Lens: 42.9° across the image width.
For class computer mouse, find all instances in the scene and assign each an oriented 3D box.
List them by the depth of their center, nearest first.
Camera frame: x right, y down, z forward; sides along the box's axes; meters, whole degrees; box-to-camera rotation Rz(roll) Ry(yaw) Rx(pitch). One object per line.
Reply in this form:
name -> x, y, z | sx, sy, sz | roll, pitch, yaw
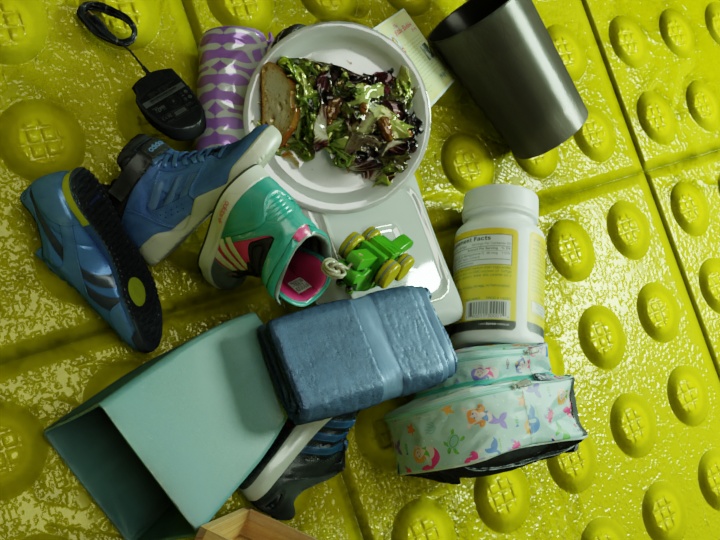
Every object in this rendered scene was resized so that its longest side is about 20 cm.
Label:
computer mouse -> -0.233, -0.209, 0.968 | 0.059, 0.034, 0.200 | -34, 76, -23

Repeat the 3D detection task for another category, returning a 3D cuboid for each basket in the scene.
basket -> 0.202, -0.258, 1.202 | 0.136, 0.180, 0.200 | -37, 108, 0

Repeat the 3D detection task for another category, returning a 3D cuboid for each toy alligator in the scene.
toy alligator -> 0.000, 0.000, 0.918 | 0.059, 0.054, 0.200 | 38, 24, 14

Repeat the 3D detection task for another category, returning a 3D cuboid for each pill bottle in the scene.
pill bottle -> 0.171, 0.003, 1.131 | 0.114, 0.114, 0.201 | 15, 70, -28

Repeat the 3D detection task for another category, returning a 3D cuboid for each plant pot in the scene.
plant pot -> -0.163, 0.137, 0.880 | 0.142, 0.141, 0.200 | 55, 48, -8

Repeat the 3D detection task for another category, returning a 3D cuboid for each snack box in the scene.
snack box -> 0.049, -0.247, 1.116 | 0.116, 0.037, 0.200 | 53, 29, -9

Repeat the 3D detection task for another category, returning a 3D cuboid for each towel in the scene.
towel -> 0.000, 0.081, 0.913 | 0.200, 0.049, 0.112 | -11, 72, -35

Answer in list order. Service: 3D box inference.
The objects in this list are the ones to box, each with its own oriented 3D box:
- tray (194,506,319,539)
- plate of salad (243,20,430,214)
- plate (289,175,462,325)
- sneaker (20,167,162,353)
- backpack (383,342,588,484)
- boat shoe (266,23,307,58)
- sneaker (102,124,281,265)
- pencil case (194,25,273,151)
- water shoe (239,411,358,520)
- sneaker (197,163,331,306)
tray -> -0.086, 0.261, 0.839 | 0.098, 0.200, 0.037 | 23, 82, 7
plate of salad -> -0.021, -0.158, 0.953 | 0.199, 0.048, 0.201 | -1, 96, -10
plate -> 0.022, -0.021, 1.021 | 0.199, 0.032, 0.201 | -13, 80, -40
sneaker -> -0.265, -0.003, 0.905 | 0.066, 0.078, 0.200 | -68, 137, -64
backpack -> 0.129, 0.162, 1.024 | 0.200, 0.177, 0.151 | -12, 82, -35
boat shoe -> -0.020, -0.185, 1.005 | 0.074, 0.060, 0.200 | -44, 102, -22
sneaker -> -0.178, -0.103, 0.910 | 0.111, 0.200, 0.077 | 49, 26, -6
pencil case -> -0.138, -0.166, 1.001 | 0.085, 0.084, 0.201 | -3, 78, 5
water shoe -> -0.041, 0.173, 0.969 | 0.200, 0.071, 0.079 | -44, 114, -8
sneaker -> -0.089, -0.008, 0.908 | 0.121, 0.200, 0.084 | 44, 61, 9
